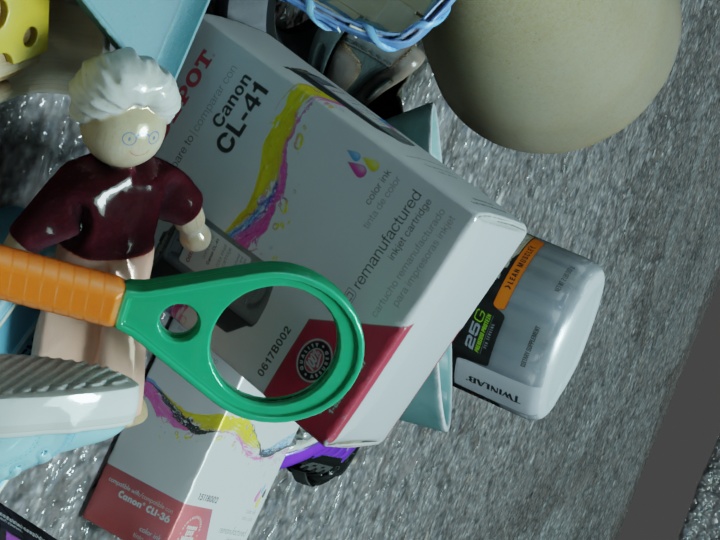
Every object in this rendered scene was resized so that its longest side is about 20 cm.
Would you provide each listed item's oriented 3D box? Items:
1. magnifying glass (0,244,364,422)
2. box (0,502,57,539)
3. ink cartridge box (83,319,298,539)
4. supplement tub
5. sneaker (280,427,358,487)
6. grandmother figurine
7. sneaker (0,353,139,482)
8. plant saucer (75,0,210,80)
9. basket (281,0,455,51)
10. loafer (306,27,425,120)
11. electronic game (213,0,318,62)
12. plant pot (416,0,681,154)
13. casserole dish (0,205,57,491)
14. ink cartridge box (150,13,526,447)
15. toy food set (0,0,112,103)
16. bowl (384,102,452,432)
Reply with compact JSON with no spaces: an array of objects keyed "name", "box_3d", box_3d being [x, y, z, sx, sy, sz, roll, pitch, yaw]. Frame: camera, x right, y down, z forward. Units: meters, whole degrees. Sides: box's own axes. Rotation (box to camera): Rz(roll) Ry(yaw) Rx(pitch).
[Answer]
[{"name":"magnifying glass","box_3d":[-0.094,0.020,0.715,0.022,0.199,0.080,-113,-140,-65]},{"name":"box","box_3d":[-0.225,0.181,0.772,0.143,0.036,0.200,-41,151,-6]},{"name":"ink cartridge box","box_3d":[-0.090,0.090,0.997,0.201,0.067,0.116,-66,157,-4]},{"name":"supplement tub","box_3d":[0.063,0.015,1.084,0.123,0.199,0.123,-57,161,-32]},{"name":"sneaker","box_3d":[-0.038,0.127,1.145,0.200,0.069,0.100,-28,138,-56]},{"name":"grandmother figurine","box_3d":[-0.122,-0.014,0.739,0.121,0.060,0.201,-22,132,-46]},{"name":"sneaker","box_3d":[-0.195,0.088,0.669,0.199,0.074,0.082,-6,107,-21]},{"name":"plant saucer","box_3d":[-0.113,-0.147,0.687,0.200,0.019,0.070,57,53,-71]},{"name":"basket","box_3d":[-0.010,-0.192,0.712,0.139,0.176,0.200,-57,178,4]},{"name":"loafer","box_3d":[0.000,-0.105,0.958,0.072,0.063,0.200,-49,171,-16]},{"name":"electronic game","box_3d":[-0.022,-0.201,0.910,0.200,0.042,0.200,-49,159,-26]},{"name":"plant pot","box_3d":[0.111,-0.195,1.008,0.188,0.187,0.200,-65,159,-3]},{"name":"casserole dish","box_3d":[-0.196,0.060,0.779,0.200,0.039,0.121,-59,156,-21]},{"name":"ink cartridge box","box_3d":[-0.036,-0.022,0.812,0.148,0.200,0.086,-57,159,11]},{"name":"toy food set","box_3d":[-0.173,-0.111,0.639,0.200,0.060,0.144,-36,142,-50]},{"name":"bowl","box_3d":[0.000,0.000,0.930,0.201,0.104,0.202,-2,90,-83]}]
